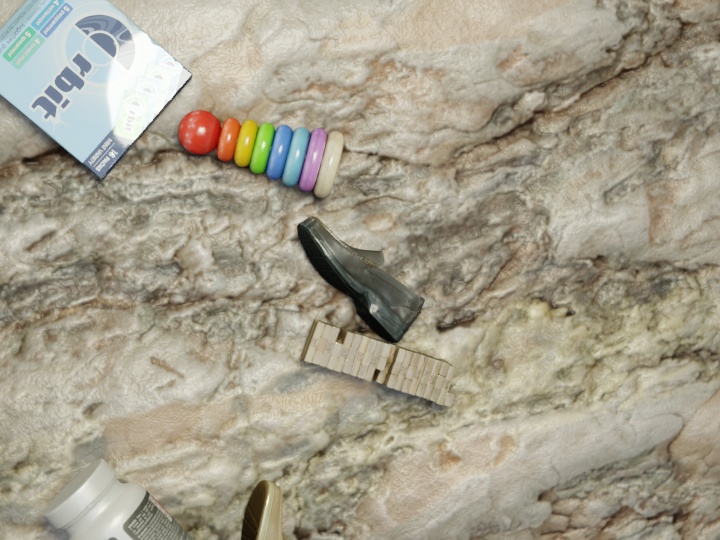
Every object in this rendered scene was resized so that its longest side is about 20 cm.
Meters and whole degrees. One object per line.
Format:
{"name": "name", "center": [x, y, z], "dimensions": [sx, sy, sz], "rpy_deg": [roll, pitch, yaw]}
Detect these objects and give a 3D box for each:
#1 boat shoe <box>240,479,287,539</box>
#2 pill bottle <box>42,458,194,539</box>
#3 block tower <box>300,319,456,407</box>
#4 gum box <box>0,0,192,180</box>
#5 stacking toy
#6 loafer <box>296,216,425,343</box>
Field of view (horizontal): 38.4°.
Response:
{"name": "boat shoe", "center": [-0.113, 0.362, 1.307], "dimensions": [0.065, 0.072, 0.200], "rpy_deg": [5, 94, -21]}
{"name": "pill bottle", "center": [-0.277, 0.330, 1.246], "dimensions": [0.116, 0.116, 0.200], "rpy_deg": [-42, 100, -7]}
{"name": "block tower", "center": [0.026, 0.117, 1.329], "dimensions": [0.200, 0.054, 0.058], "rpy_deg": [20, 89, -12]}
{"name": "gum box", "center": [-0.333, -0.237, 1.242], "dimensions": [0.200, 0.045, 0.170], "rpy_deg": [40, 84, -10]}
{"name": "stacking toy", "center": [-0.125, -0.154, 1.278], "dimensions": [0.200, 0.085, 0.085], "rpy_deg": [15, 90, -6]}
{"name": "loafer", "center": [0.000, 0.000, 1.315], "dimensions": [0.072, 0.073, 0.200], "rpy_deg": [-47, 110, -15]}
